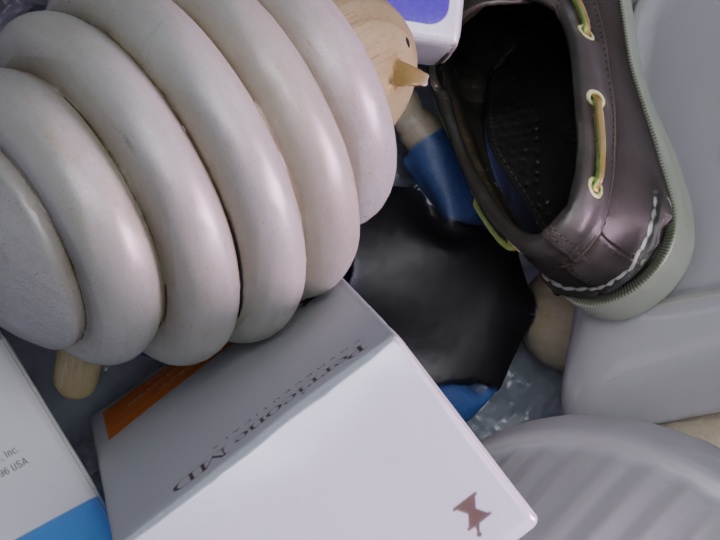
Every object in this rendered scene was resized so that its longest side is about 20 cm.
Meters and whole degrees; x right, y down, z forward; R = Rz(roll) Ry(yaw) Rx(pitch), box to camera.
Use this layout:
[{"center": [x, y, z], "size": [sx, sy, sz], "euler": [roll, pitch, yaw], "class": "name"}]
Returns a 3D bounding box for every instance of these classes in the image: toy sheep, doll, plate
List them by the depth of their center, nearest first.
[{"center": [-0.064, -0.030, 0.835], "size": [0.200, 0.138, 0.138], "euler": [-35, 90, -25], "class": "toy sheep"}, {"center": [0.156, -0.052, 0.924], "size": [0.032, 0.199, 0.200], "euler": [40, 49, -43], "class": "plate"}, {"center": [0.000, 0.000, 0.971], "size": [0.199, 0.048, 0.137], "euler": [11, 83, -10], "class": "doll"}]

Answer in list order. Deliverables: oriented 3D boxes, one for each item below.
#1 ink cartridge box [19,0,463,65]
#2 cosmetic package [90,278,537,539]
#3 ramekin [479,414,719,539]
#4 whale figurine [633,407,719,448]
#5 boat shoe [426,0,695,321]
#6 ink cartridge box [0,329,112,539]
[{"center": [-0.056, -0.179, 0.916], "size": [0.199, 0.047, 0.198], "euler": [9, 77, -9], "class": "ink cartridge box"}, {"center": [-0.022, 0.061, 0.846], "size": [0.101, 0.200, 0.071], "euler": [-37, 101, -2], "class": "cosmetic package"}, {"center": [0.068, 0.155, 0.854], "size": [0.203, 0.202, 0.094], "euler": [56, 41, 1], "class": "ramekin"}, {"center": [0.132, 0.136, 0.966], "size": [0.159, 0.104, 0.200], "euler": [-41, 115, -24], "class": "whale figurine"}, {"center": [0.057, -0.076, 0.944], "size": [0.072, 0.061, 0.202], "euler": [-36, 50, 21], "class": "boat shoe"}, {"center": [-0.174, 0.072, 0.882], "size": [0.144, 0.084, 0.200], "euler": [-28, 73, -15], "class": "ink cartridge box"}]
